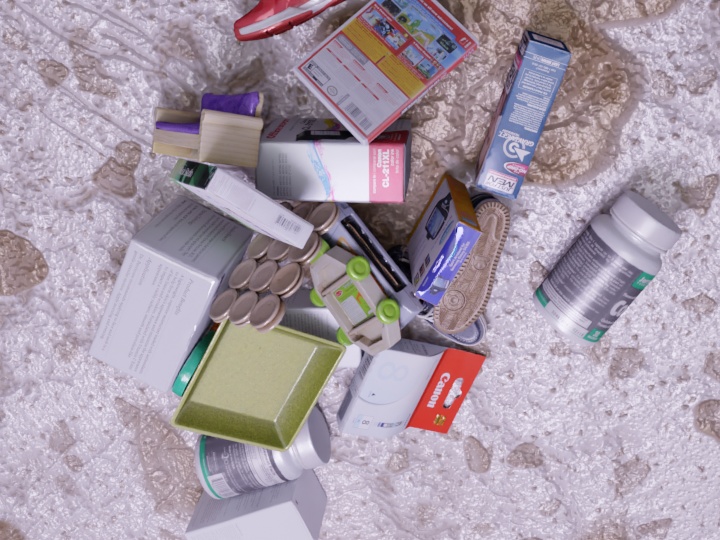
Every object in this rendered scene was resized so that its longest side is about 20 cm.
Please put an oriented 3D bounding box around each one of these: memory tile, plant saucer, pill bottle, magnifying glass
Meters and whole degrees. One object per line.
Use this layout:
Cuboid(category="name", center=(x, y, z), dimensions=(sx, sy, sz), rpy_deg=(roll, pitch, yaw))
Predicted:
Cuboid(category="memory tile", center=(-0.113, -0.010, 1.142), dimensions=(0.153, 0.201, 0.017), rpy_deg=(3, 146, 49))
Cuboid(category="plant saucer", center=(-0.152, 0.154, 1.253), dimensions=(0.199, 0.048, 0.201), rpy_deg=(20, 108, -30))
Cuboid(category="pill bottle", center=(0.341, -0.003, 1.198), dimensions=(0.113, 0.113, 0.201), rpy_deg=(32, 114, -7))
Cuboid(category="magnifying glass", center=(-0.226, 0.109, 1.275), dimensions=(0.022, 0.200, 0.080), rpy_deg=(29, 126, -1))
Cuboid(category="pill bottle", center=(-0.155, 0.289, 1.389), dimensions=(0.199, 0.113, 0.114), rpy_deg=(-18, 109, 13))

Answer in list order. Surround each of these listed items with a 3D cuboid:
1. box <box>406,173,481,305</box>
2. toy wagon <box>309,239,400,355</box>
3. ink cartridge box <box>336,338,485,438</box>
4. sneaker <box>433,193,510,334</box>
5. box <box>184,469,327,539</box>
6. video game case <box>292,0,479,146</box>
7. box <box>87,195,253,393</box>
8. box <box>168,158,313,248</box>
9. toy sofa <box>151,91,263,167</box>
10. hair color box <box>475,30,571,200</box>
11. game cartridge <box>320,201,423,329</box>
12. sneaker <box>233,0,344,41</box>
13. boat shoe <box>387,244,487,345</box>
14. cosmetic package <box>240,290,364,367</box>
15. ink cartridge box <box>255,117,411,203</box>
Cuboid(category="box", center=(0.111, -0.041, 1.171), dimensions=(0.041, 0.200, 0.120), rpy_deg=(23, 114, -14))
Cuboid(category="toy wagon", center=(-0.021, 0.024, 1.189), dimensions=(0.201, 0.039, 0.155), rpy_deg=(56, 152, 0))
Cuboid(category="ink cartridge box", center=(0.082, 0.188, 1.318), dimensions=(0.199, 0.047, 0.161), rpy_deg=(14, 116, -21))
Cuboid(category="sneaker", center=(0.154, -0.014, 1.222), dimensions=(0.070, 0.109, 0.201), rpy_deg=(18, 107, -6))
Cuboid(category="box", center=(-0.170, 0.407, 1.434), dimensions=(0.199, 0.125, 0.098), rpy_deg=(-21, 109, 15))
Cuboid(category="video game case", center=(0.032, -0.273, 1.109), dimensions=(0.200, 0.017, 0.143), rpy_deg=(-42, 76, -6))
Cuboid(category="box", center=(-0.269, 0.029, 1.249), dimensions=(0.130, 0.200, 0.200), rpy_deg=(27, 113, -2))
Cuboid(category="box", center=(-0.157, -0.089, 1.106), dimensions=(0.144, 0.200, 0.037), rpy_deg=(32, 84, -27))
Cuboid(category="toy sofa", center=(-0.206, -0.193, 1.145), dimensions=(0.082, 0.200, 0.098), rpy_deg=(3, 99, -32))
Cuboid(category="hair color box", center=(0.211, -0.206, 1.145), dimensions=(0.060, 0.100, 0.201), rpy_deg=(17, 113, 0))
Cuboid(category="game cartridge", center=(0.000, 0.000, 1.211), dimensions=(0.200, 0.041, 0.133), rpy_deg=(51, 149, 7))
Cuboid(category="sneaker", center=(-0.091, -0.386, 1.133), dimensions=(0.199, 0.078, 0.116), rpy_deg=(-24, 100, 3))
Cuboid(category="boat shoe", center=(0.107, 0.055, 1.270), dimensions=(0.200, 0.093, 0.075), rpy_deg=(40, 112, -9))
Cuboid(category="cosmetic package", center=(-0.094, 0.088, 1.320), dimensions=(0.198, 0.071, 0.102), rpy_deg=(1, 113, 7))
Cuboid(category="ink cartridge box", center=(-0.034, -0.152, 1.173), dimensions=(0.198, 0.146, 0.083), rpy_deg=(2, 113, 6))
